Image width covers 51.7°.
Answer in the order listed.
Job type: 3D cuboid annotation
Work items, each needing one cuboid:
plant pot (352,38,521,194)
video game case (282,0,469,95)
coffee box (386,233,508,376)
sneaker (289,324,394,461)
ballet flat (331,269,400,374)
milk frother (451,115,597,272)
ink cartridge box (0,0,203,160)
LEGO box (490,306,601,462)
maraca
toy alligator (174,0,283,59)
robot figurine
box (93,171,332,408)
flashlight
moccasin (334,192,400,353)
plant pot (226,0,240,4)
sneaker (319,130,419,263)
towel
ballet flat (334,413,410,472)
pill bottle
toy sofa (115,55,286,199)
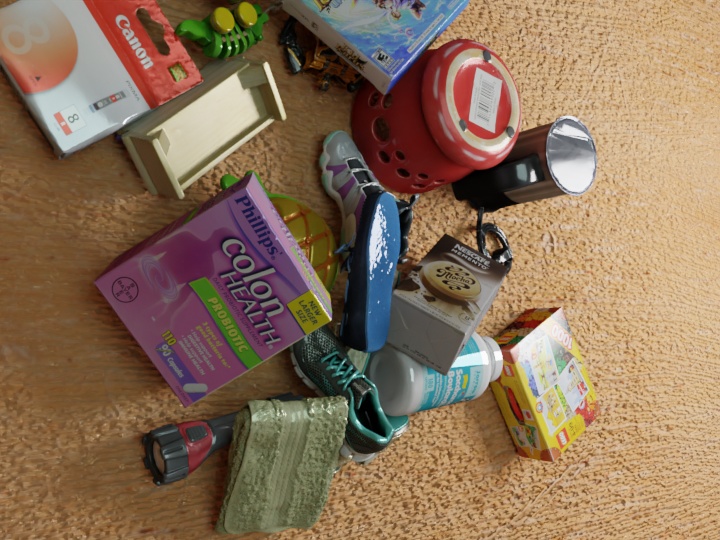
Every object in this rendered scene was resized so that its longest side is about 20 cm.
[{"bbox_3d":[0.113,-0.224,1.069,0.198,0.182,0.203,4,83,-32],"label":"plant pot"},{"bbox_3d":[0.027,-0.364,0.991,0.181,0.045,0.200,39,69,2],"label":"video game case"},{"bbox_3d":[0.118,0.041,1.039,0.112,0.080,0.200,28,35,12],"label":"coffee box"},{"bbox_3d":[-0.017,0.144,0.941,0.077,0.091,0.201,-31,92,-33],"label":"sneaker"},{"bbox_3d":[-0.002,0.071,1.031,0.062,0.067,0.202,28,70,-19],"label":"ballet flat"},{"bbox_3d":[0.258,-0.108,1.153,0.180,0.187,0.201,-42,109,-29],"label":"milk frother"},{"bbox_3d":[-0.295,-0.243,0.838,0.199,0.050,0.163,-35,101,-20],"label":"ink cartridge box"},{"bbox_3d":[0.295,0.182,1.220,0.148,0.077,0.202,-32,104,-33],"label":"LEGO box"},{"bbox_3d":[-0.108,-0.038,0.939,0.200,0.107,0.138,40,56,-22],"label":"maraca"},{"bbox_3d":[-0.152,-0.308,0.956,0.199,0.059,0.055,-35,105,-45],"label":"toy alligator"},{"bbox_3d":[-0.039,-0.353,1.045,0.143,0.058,0.203,9,80,-30],"label":"robot figurine"},{"bbox_3d":[-0.160,0.021,0.845,0.199,0.097,0.177,-30,106,4],"label":"box"},{"bbox_3d":[-0.162,0.202,0.910,0.198,0.067,0.069,-9,99,-41],"label":"flashlight"},{"bbox_3d":[0.000,0.000,0.939,0.080,0.068,0.203,16,82,-52],"label":"moccasin"},{"bbox_3d":[-0.158,-0.442,0.911,0.186,0.186,0.202,-35,115,-32],"label":"plant pot"},{"bbox_3d":[0.023,-0.102,1.013,0.077,0.139,0.203,-23,100,-41],"label":"sneaker"},{"bbox_3d":[-0.093,0.240,0.900,0.147,0.037,0.202,1,116,-28],"label":"towel"},{"bbox_3d":[-0.019,0.239,1.013,0.198,0.070,0.066,-6,116,-33],"label":"ballet flat"},{"bbox_3d":[0.112,0.140,1.075,0.198,0.110,0.112,-5,88,-35],"label":"pill bottle"},{"bbox_3d":[-0.196,-0.180,0.917,0.200,0.097,0.083,-45,133,-30],"label":"toy sofa"}]
